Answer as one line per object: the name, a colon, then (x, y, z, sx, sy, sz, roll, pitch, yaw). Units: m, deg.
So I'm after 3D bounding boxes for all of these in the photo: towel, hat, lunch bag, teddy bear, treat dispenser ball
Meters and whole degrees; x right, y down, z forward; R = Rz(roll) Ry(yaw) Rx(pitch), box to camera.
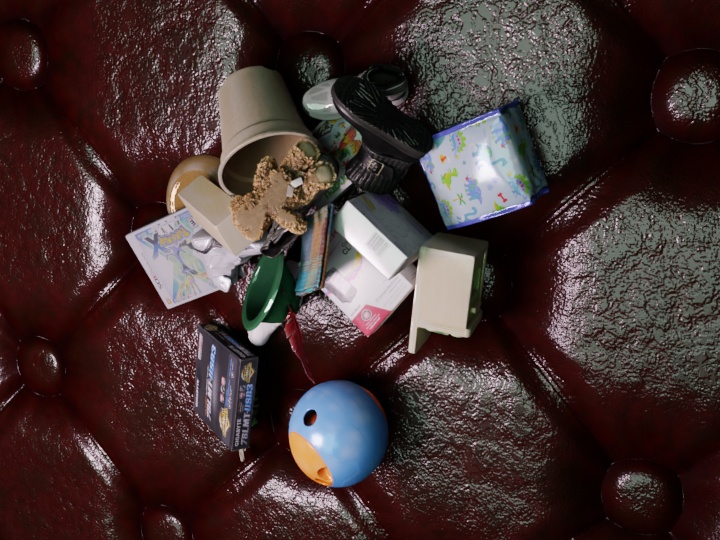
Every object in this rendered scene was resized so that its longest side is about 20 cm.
towel: (-0.084, -0.034, 1.469, 0.021, 0.200, 0.151, 7, 84, -13)
hat: (-0.122, 0.068, 1.603, 0.173, 0.167, 0.201, 21, 122, -23)
lunch bag: (0.204, -0.176, 1.435, 0.197, 0.127, 0.174, -18, 97, 34)
teddy bear: (-0.133, -0.134, 1.429, 0.144, 0.067, 0.202, 34, 91, 4)
treat dispenser ball: (-0.043, 0.317, 1.615, 0.196, 0.201, 0.206, 5, 105, 20)

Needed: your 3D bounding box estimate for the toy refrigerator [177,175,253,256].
toy refrigerator: (-0.267, -0.108, 1.564, 0.070, 0.199, 0.077, -39, 127, -12)

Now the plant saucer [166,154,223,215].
plant saucer: (-0.325, -0.134, 1.704, 0.195, 0.035, 0.206, 5, 105, 20)

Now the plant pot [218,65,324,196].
plant pot: (-0.183, -0.262, 1.525, 0.198, 0.199, 0.187, -32, 61, 25)

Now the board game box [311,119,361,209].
board game box: (-0.040, -0.224, 1.569, 0.199, 0.035, 0.127, -40, 86, 25)

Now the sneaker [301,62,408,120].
sneaker: (-0.012, -0.327, 1.457, 0.195, 0.115, 0.078, -10, 80, 1)

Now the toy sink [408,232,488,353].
toy sink: (0.164, 0.049, 1.506, 0.109, 0.130, 0.205, 11, 106, 18)

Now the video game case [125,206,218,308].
video game case: (-0.376, -0.026, 1.730, 0.197, 0.022, 0.185, -19, 108, 29)

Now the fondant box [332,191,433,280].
fondant box: (0.044, -0.071, 1.484, 0.144, 0.200, 0.058, 43, 111, 6)

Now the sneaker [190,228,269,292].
sneaker: (-0.239, -0.024, 1.618, 0.196, 0.075, 0.117, 3, 121, 35)

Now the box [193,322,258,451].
box: (-0.285, 0.238, 1.722, 0.197, 0.049, 0.205, 28, 116, 49)

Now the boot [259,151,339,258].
boot: (-0.108, -0.110, 1.490, 0.067, 0.133, 0.200, 29, 134, -20)

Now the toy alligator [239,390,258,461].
toy alligator: (-0.242, 0.308, 1.775, 0.053, 0.059, 0.205, -9, 102, -19)

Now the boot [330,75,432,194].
boot: (0.008, -0.227, 1.443, 0.209, 0.080, 0.157, 35, 144, -15)

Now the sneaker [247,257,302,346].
sneaker: (-0.166, 0.074, 1.676, 0.079, 0.077, 0.203, 25, 112, 5)

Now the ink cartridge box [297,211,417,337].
ink cartridge box: (0.000, 0.000, 1.583, 0.200, 0.086, 0.148, 43, 114, 5)
